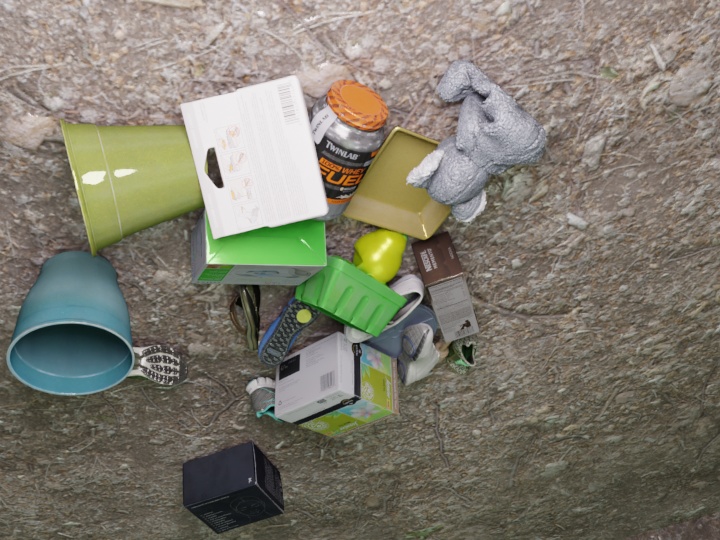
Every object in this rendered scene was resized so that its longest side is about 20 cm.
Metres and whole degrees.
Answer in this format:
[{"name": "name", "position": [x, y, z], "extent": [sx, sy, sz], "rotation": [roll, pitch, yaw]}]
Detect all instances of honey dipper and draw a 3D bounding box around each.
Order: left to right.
[{"name": "honey dipper", "position": [0.188, 0.155, 1.647], "extent": [0.037, 0.039, 0.200], "rotation": [-5, 157, -11]}]

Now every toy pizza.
[{"name": "toy pizza", "position": [0.069, 0.126, 1.632], "extent": [0.197, 0.032, 0.202], "rotation": [-7, 139, -6]}]

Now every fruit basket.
[{"name": "fruit basket", "position": [0.000, 0.000, 1.419], "extent": [0.213, 0.155, 0.219], "rotation": [-10, 106, -38]}]

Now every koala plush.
[{"name": "koala plush", "position": [0.171, -0.181, 1.170], "extent": [0.176, 0.184, 0.200], "rotation": [31, 107, -38]}]

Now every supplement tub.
[{"name": "supplement tub", "position": [-0.041, -0.186, 1.180], "extent": [0.121, 0.124, 0.201], "rotation": [9, 134, -25]}]

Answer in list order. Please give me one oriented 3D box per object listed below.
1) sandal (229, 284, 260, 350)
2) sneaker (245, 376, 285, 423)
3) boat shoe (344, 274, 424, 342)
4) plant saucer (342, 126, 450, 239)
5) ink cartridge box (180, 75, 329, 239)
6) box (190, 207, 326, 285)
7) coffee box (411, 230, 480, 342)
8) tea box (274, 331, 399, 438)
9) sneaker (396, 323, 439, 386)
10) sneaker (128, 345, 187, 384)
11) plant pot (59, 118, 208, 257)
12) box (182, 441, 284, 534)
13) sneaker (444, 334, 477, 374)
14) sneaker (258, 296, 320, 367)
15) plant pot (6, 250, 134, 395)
[{"name": "sandal", "position": [-0.227, 0.090, 1.476], "extent": [0.056, 0.081, 0.203], "rotation": [5, 138, -1]}, {"name": "sneaker", "position": [-0.167, 0.308, 1.723], "extent": [0.197, 0.092, 0.078], "rotation": [13, 134, -28]}, {"name": "boat shoe", "position": [0.044, 0.085, 1.515], "extent": [0.073, 0.066, 0.200], "rotation": [42, 109, -18]}, {"name": "plant saucer", "position": [0.086, -0.157, 1.307], "extent": [0.198, 0.049, 0.201], "rotation": [14, 132, -30]}, {"name": "ink cartridge box", "position": [-0.151, -0.163, 1.104], "extent": [0.173, 0.045, 0.203], "rotation": [-12, 99, 2]}, {"name": "box", "position": [-0.176, -0.038, 1.271], "extent": [0.197, 0.098, 0.176], "rotation": [1, 168, -21]}, {"name": "coffee box", "position": [0.170, 0.035, 1.497], "extent": [0.079, 0.114, 0.201], "rotation": [-19, 138, 6]}, {"name": "tea box", "position": [-0.050, 0.253, 1.636], "extent": [0.199, 0.135, 0.196], "rotation": [-28, 140, 35]}, {"name": "sneaker", "position": [0.132, 0.174, 1.638], "extent": [0.086, 0.075, 0.201], "rotation": [-13, 148, -17]}, {"name": "sneaker", "position": [-0.450, 0.191, 1.535], "extent": [0.198, 0.078, 0.088], "rotation": [15, 160, -29]}, {"name": "plant pot", "position": [-0.326, -0.139, 1.122], "extent": [0.187, 0.201, 0.202], "rotation": [-14, 141, -18]}, {"name": "box", "position": [-0.323, 0.557, 1.932], "extent": [0.197, 0.125, 0.198], "rotation": [-18, 141, 6]}, {"name": "sneaker", "position": [0.231, 0.188, 1.704], "extent": [0.076, 0.089, 0.201], "rotation": [-12, 140, -3]}, {"name": "sneaker", "position": [-0.143, 0.101, 1.532], "extent": [0.066, 0.079, 0.201], "rotation": [32, 105, -20]}, {"name": "plant pot", "position": [-0.490, 0.078, 1.297], "extent": [0.197, 0.190, 0.202], "rotation": [-9, 140, -7]}]
